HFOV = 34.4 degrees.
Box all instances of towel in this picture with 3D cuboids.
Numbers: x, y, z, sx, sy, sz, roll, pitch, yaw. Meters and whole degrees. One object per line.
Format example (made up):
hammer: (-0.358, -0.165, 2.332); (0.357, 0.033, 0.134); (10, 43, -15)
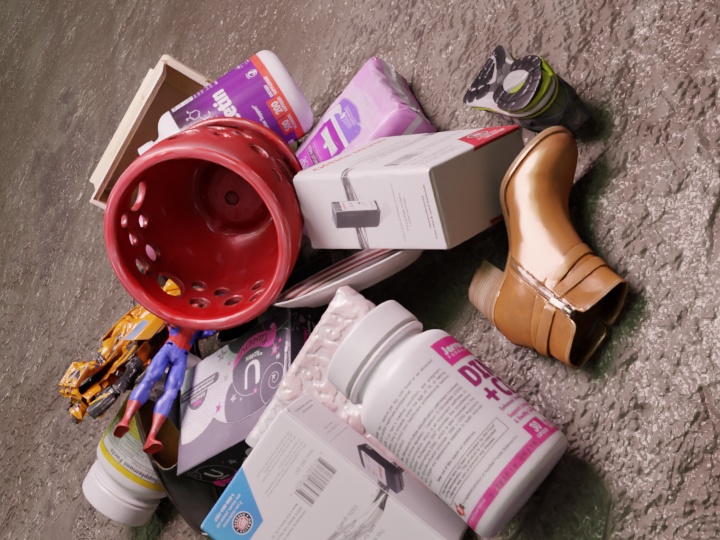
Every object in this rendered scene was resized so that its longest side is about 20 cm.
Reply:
towel: (0.011, 0.147, 1.119); (0.199, 0.032, 0.192); (36, 102, 10)

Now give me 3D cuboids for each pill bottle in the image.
pill bottle: (-0.252, 0.205, 1.430); (0.201, 0.114, 0.114); (-57, 38, 10)
pill bottle: (0.072, 0.125, 1.019); (0.200, 0.113, 0.114); (40, 104, 18)
pill bottle: (-0.161, -0.166, 1.386); (0.199, 0.113, 0.113); (-34, 41, -3)

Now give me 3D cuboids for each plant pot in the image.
plant pot: (-0.150, -0.061, 1.248); (0.200, 0.200, 0.183); (-45, 7, 24)

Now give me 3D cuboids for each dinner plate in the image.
dinner plate: (0.000, 0.000, 1.219); (0.199, 0.200, 0.024); (-17, 100, 44)

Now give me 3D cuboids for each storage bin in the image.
storage bin: (-0.213, -0.139, 1.491); (0.200, 0.199, 0.094); (-59, 23, 8)

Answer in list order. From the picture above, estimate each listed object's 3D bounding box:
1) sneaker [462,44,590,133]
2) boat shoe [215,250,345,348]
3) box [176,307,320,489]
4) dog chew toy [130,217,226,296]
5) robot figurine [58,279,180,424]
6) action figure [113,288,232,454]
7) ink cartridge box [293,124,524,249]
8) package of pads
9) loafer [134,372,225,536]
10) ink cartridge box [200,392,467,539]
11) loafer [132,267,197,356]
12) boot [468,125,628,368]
sneaker: (0.164, -0.173, 1.177); (0.074, 0.081, 0.200); (-55, 19, 8)
boat shoe: (-0.095, 0.047, 1.361); (0.200, 0.073, 0.075); (-44, 42, 26)
box: (-0.101, 0.147, 1.281); (0.199, 0.114, 0.133); (-30, 49, 36)
dog chew toy: (-0.193, -0.032, 1.420); (0.125, 0.198, 0.126); (-172, 90, -88)
robot figurine: (-0.278, 0.095, 1.374); (0.200, 0.058, 0.145); (-50, 19, -23)
action figure: (-0.197, 0.092, 1.280); (0.099, 0.065, 0.201); (-35, 29, 47)
ink cartridge box: (0.052, -0.083, 1.180); (0.199, 0.144, 0.085); (3, 113, 47)
package of pads: (-0.009, -0.137, 1.358); (0.200, 0.075, 0.121); (-48, 36, 21)
loafer: (-0.212, 0.219, 1.333); (0.072, 0.201, 0.072); (-26, 4, 9)
ink cartridge box: (-0.022, 0.236, 1.077); (0.199, 0.084, 0.146); (38, 103, 8)
loafer: (-0.245, 0.069, 1.541); (0.071, 0.073, 0.201); (-37, 54, 25)
boot: (0.188, -0.021, 1.065); (0.155, 0.073, 0.202); (35, 110, 53)
